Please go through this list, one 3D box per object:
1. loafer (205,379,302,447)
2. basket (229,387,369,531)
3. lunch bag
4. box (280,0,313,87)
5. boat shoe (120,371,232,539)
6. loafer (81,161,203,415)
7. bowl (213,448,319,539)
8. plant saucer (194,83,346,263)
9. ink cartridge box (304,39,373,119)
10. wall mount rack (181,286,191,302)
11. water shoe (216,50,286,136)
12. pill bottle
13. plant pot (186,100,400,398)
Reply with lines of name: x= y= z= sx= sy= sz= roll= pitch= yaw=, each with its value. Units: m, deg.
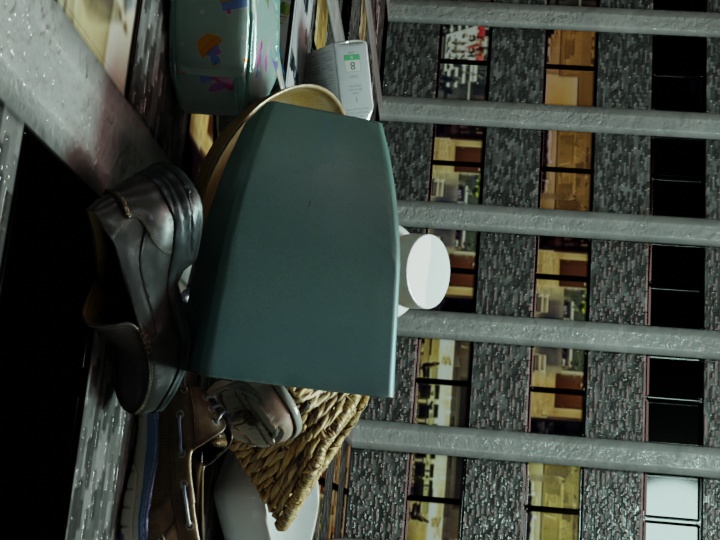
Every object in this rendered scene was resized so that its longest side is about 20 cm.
loafer: x=-0.108 y=0.129 z=0.929 sx=0.072 sy=0.063 sz=0.200 roll=61 pitch=-19 yaw=-6
basket: x=-0.037 y=0.152 z=1.118 sx=0.150 sy=0.142 sz=0.200 roll=59 pitch=28 yaw=-9
lunch bag: x=-0.111 y=-0.243 z=0.909 sx=0.161 sy=0.076 sz=0.202 roll=-71 pitch=166 yaw=-69
box: x=-0.096 y=-0.261 z=1.183 sx=0.117 sy=0.060 sz=0.202 roll=79 pitch=16 yaw=-72
boat shoe: x=-0.143 y=0.134 z=0.862 sx=0.072 sy=0.072 sz=0.202 roll=77 pitch=17 yaw=-72
loafer: x=-0.161 y=0.022 z=0.717 sx=0.072 sy=0.073 sz=0.201 roll=-22 pitch=133 yaw=-41
bowl: x=-0.110 y=0.264 z=1.223 sx=0.200 sy=0.074 sz=0.201 roll=-74 pitch=157 yaw=-56
plant saucer: x=-0.085 y=-0.073 z=0.913 sx=0.200 sy=0.035 sz=0.201 roll=-40 pitch=146 yaw=-35
ink cartridge box: x=-0.027 y=-0.163 z=1.242 sx=0.161 sy=0.050 sz=0.202 roll=-165 pitch=-114 yaw=-70
wall mount rack: x=-0.092 y=0.011 z=1.025 sx=0.174 sy=0.074 sz=0.201 roll=40 pitch=45 yaw=-40
water shoe: x=-0.105 y=-0.198 z=1.067 sx=0.079 sy=0.071 sz=0.202 roll=-72 pitch=166 yaw=-78
pill bottle: x=0.000 y=0.000 z=1.202 sx=0.111 sy=0.199 sz=0.112 roll=-1 pitch=91 yaw=-49
plant pot: x=-0.049 y=-0.016 z=0.790 sx=0.141 sy=0.140 sz=0.202 roll=171 pitch=-72 yaw=-72
